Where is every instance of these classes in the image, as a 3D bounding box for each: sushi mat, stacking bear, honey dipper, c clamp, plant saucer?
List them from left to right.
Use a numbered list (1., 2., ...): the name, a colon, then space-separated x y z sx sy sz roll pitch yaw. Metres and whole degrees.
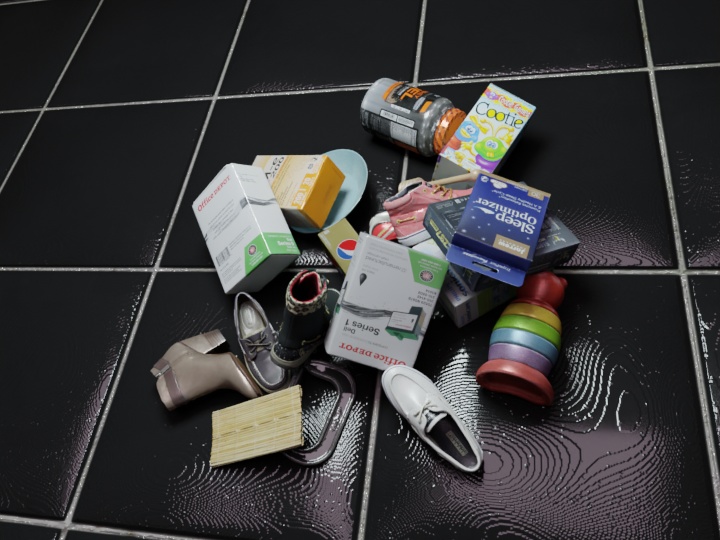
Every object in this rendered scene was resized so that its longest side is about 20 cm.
1. sushi mat: -0.170 0.254 1.011 0.200 0.012 0.096 -22 55 28
2. c clamp: -0.099 0.217 1.045 0.171 0.027 0.200 17 63 2
3. plant saucer: -0.065 -0.152 1.257 0.201 0.039 0.201 -17 52 24
4. honey dipper: 0.149 -0.166 1.170 0.200 0.038 0.038 -6 48 53
5. stacking bear: 0.268 0.092 0.988 0.121 0.114 0.200 14 66 21

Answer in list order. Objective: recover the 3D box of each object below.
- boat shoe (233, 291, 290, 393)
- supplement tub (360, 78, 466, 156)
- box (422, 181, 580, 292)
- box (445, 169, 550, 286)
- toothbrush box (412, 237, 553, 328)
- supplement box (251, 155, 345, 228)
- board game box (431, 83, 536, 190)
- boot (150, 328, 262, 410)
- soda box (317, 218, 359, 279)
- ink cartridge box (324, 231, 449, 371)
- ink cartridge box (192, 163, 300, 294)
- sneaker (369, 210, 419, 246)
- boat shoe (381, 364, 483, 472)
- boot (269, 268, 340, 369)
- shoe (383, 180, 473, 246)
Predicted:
1. boat shoe: -0.184 0.125 1.111 0.072 0.065 0.200 -23 59 -6
2. supplement tub: 0.109 -0.311 1.284 0.200 0.123 0.123 28 68 27
3. box: 0.224 -0.059 1.002 0.200 0.051 0.158 -17 53 -23
4. box: 0.214 -0.070 0.954 0.121 0.032 0.200 21 50 8
5. toothbrush box: 0.215 -0.017 1.095 0.200 0.086 0.146 -29 56 -4
6. supplement box: -0.144 -0.159 1.238 0.200 0.074 0.126 7 66 38
7. board game box: 0.236 -0.242 1.207 0.103 0.105 0.200 32 69 10
8. boot: -0.275 0.193 1.088 0.146 0.070 0.200 -35 47 -13
9. soda box: 0.000 0.000 1.146 0.064 0.068 0.200 -32 57 -8
10. ink cartridge box: 0.040 0.056 1.010 0.146 0.084 0.200 17 96 -8
11. ink cartridge box: -0.217 -0.078 1.169 0.146 0.084 0.200 -37 69 34
12. sneaker: 0.118 -0.077 1.178 0.200 0.077 0.085 -13 76 7
13. boat shoe: 0.107 0.223 0.942 0.072 0.066 0.200 -38 79 -2
14. boot: -0.073 0.055 1.046 0.073 0.154 0.204 27 40 12
15. shoe: 0.142 -0.124 1.098 0.200 0.091 0.071 -26 18 4
